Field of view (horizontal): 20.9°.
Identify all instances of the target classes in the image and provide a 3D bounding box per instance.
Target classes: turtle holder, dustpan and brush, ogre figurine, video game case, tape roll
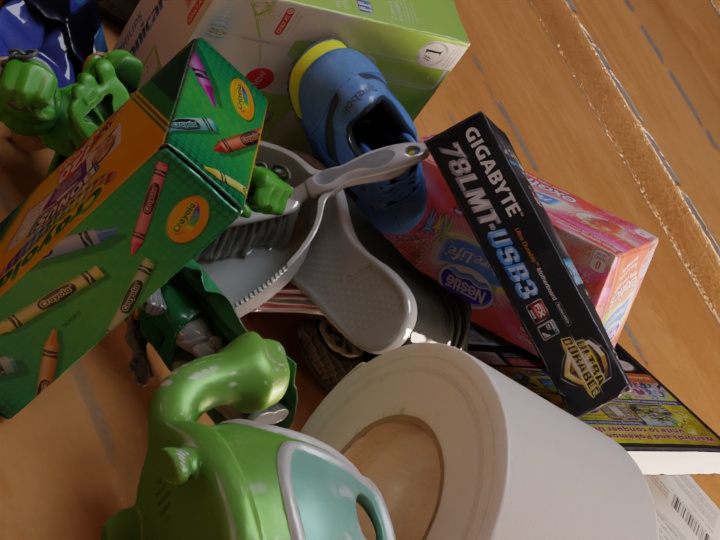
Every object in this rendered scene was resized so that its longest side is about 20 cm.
[{"bbox_3d":[-0.060,0.141,1.045,0.131,0.142,0.186,-2,38,-28],"label":"turtle holder"},{"bbox_3d":[-0.051,-0.042,1.255,0.057,0.198,0.140,92,-18,-54],"label":"dustpan and brush"},{"bbox_3d":[-0.149,-0.084,1.181,0.199,0.119,0.099,-2,99,-38],"label":"ogre figurine"},{"bbox_3d":[0.148,0.091,1.433,0.199,0.026,0.181,5,27,-35],"label":"video game case"},{"bbox_3d":[0.055,0.160,1.146,0.139,0.202,0.204,30,33,-36],"label":"tape roll"}]

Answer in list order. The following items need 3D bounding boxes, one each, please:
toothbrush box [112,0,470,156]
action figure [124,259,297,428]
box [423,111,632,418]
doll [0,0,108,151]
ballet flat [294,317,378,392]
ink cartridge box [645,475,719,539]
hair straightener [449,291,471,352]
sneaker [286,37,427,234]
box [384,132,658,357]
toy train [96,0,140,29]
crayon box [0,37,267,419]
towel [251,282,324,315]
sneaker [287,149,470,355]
[{"bbox_3d":[-0.049,-0.154,1.348,0.199,0.146,0.087,10,47,-31],"label":"toothbrush box"},{"bbox_3d":[-0.114,0.031,1.174,0.054,0.119,0.200,-25,57,-33],"label":"action figure"},{"bbox_3d":[0.116,-0.002,1.300,0.200,0.049,0.200,61,7,5],"label":"box"},{"bbox_3d":[-0.206,-0.158,1.308,0.137,0.048,0.201,49,26,-28],"label":"doll"},{"bbox_3d":[0.034,0.094,1.372,0.200,0.046,0.068,42,27,-18],"label":"ballet flat"},{"bbox_3d":[0.184,0.195,1.439,0.146,0.084,0.200,50,26,-2],"label":"ink cartridge box"},{"bbox_3d":[0.050,0.106,1.304,0.041,0.077,0.202,18,65,-19],"label":"hair straightener"},{"bbox_3d":[0.012,-0.072,1.331,0.078,0.066,0.200,44,-10,35],"label":"sneaker"},{"bbox_3d":[0.108,-0.016,1.479,0.199,0.103,0.094,29,21,22],"label":"box"},{"bbox_3d":[-0.126,-0.208,1.474,0.199,0.085,0.115,34,43,-35],"label":"toy train"},{"bbox_3d":[-0.141,-0.022,1.065,0.058,0.200,0.119,40,28,-20],"label":"crayon box"},{"bbox_3d":[-0.088,-0.050,1.355,0.145,0.030,0.201,3,51,-37],"label":"towel"},{"bbox_3d":[0.000,0.000,1.308,0.099,0.071,0.200,32,14,-48],"label":"sneaker"}]
